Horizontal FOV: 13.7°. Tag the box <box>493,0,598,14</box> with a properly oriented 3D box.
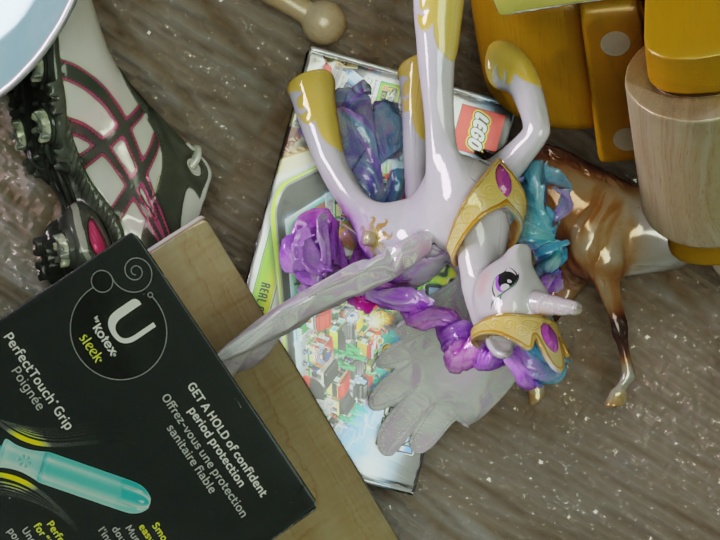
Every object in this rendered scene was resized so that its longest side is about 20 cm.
[{"bbox_3d":[0.111,-0.206,1.418,0.075,0.201,0.050,-5,132,26],"label":"box"}]

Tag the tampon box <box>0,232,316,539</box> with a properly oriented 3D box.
[{"bbox_3d":[-0.151,0.106,1.332,0.200,0.126,0.150,-34,91,-20],"label":"tampon box"}]

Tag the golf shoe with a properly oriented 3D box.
[{"bbox_3d":[-0.124,-0.061,1.480,0.088,0.077,0.201,-12,95,-20],"label":"golf shoe"}]

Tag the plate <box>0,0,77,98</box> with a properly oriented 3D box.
[{"bbox_3d":[-0.199,-0.166,1.453,0.199,0.026,0.202,-7,77,32],"label":"plate"}]

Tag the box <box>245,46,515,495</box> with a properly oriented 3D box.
[{"bbox_3d":[0.000,0.000,1.493,0.109,0.035,0.201,15,90,-2],"label":"box"}]

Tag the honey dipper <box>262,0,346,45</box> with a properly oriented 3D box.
[{"bbox_3d":[-0.095,-0.167,1.488,0.199,0.038,0.038,31,89,-4],"label":"honey dipper"}]

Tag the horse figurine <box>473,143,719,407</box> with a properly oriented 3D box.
[{"bbox_3d":[0.156,-0.002,1.489,0.198,0.050,0.134,-3,95,-4],"label":"horse figurine"}]

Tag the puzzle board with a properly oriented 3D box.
[{"bbox_3d":[-0.089,0.096,1.452,0.150,0.017,0.201,-32,104,-4],"label":"puzzle board"}]

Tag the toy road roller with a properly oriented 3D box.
[{"bbox_3d":[0.124,-0.101,1.424,0.145,0.201,0.123,-5,131,8],"label":"toy road roller"}]

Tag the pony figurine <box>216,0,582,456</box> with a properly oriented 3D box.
[{"bbox_3d":[0.023,-0.012,1.397,0.166,0.193,0.201,11,57,-39],"label":"pony figurine"}]
